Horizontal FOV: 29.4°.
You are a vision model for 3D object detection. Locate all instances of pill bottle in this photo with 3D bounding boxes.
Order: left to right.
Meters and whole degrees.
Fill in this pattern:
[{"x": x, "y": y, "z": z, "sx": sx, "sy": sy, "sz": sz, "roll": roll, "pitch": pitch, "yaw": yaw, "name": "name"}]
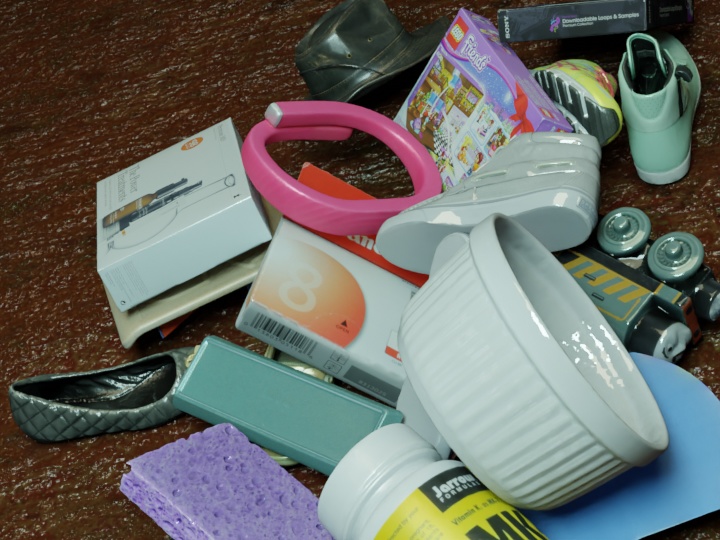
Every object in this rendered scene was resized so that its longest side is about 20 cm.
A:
[{"x": 0.068, "y": 0.203, "z": 0.933, "sx": 0.114, "sy": 0.115, "sz": 0.200, "roll": -38, "pitch": 57, "yaw": -19, "name": "pill bottle"}]

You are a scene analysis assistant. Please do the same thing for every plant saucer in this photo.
[{"x": -0.064, "y": 0.109, "z": 1.106, "sx": 0.198, "sy": 0.019, "sz": 0.070, "roll": 20, "pitch": 71, "yaw": 29, "name": "plant saucer"}]

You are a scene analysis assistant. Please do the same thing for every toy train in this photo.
[{"x": 0.203, "y": 0.008, "z": 1.135, "sx": 0.199, "sy": 0.085, "sz": 0.114, "roll": 32, "pitch": 74, "yaw": 38, "name": "toy train"}]

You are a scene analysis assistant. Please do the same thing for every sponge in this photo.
[{"x": -0.071, "y": 0.192, "z": 1.006, "sx": 0.199, "sy": 0.030, "sz": 0.111, "roll": 36, "pitch": 31, "yaw": 26, "name": "sponge"}]

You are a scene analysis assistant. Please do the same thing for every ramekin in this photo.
[{"x": 0.114, "y": 0.070, "z": 0.956, "sx": 0.105, "sy": 0.200, "sz": 0.201, "roll": -37, "pitch": 40, "yaw": 17, "name": "ramekin"}]

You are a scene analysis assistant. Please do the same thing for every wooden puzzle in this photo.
[{"x": -0.145, "y": -0.013, "z": 1.285, "sx": 0.199, "sy": 0.047, "sz": 0.186, "roll": -29, "pitch": 32, "yaw": -3, "name": "wooden puzzle"}]

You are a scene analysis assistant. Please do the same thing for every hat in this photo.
[{"x": -0.009, "y": -0.229, "z": 1.397, "sx": 0.199, "sy": 0.081, "sz": 0.201, "roll": -30, "pitch": 14, "yaw": 8, "name": "hat"}]

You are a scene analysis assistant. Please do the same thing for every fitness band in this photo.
[{"x": -0.013, "y": -0.093, "z": 1.227, "sx": 0.198, "sy": 0.038, "sz": 0.144, "roll": -7, "pitch": 49, "yaw": -42, "name": "fitness band"}]

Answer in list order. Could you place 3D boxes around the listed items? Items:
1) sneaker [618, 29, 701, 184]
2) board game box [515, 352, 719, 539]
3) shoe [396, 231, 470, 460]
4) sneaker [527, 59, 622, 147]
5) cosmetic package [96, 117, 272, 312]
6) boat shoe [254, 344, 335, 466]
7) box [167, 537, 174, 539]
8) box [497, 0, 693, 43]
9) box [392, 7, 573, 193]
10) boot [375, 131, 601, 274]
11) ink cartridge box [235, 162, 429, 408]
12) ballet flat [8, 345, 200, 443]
[{"x": 0.277, "y": -0.190, "z": 1.274, "sx": 0.073, "sy": 0.119, "sz": 0.202, "roll": -6, "pitch": 44, "yaw": 14, "name": "sneaker"}, {"x": 0.180, "y": 0.148, "z": 1.026, "sx": 0.198, "sy": 0.039, "sz": 0.159, "roll": -20, "pitch": 44, "yaw": -1, "name": "board game box"}, {"x": 0.092, "y": 0.076, "z": 1.089, "sx": 0.071, "sy": 0.090, "sz": 0.203, "roll": 7, "pitch": 84, "yaw": 59, "name": "shoe"}, {"x": 0.204, "y": -0.163, "z": 1.274, "sx": 0.089, "sy": 0.079, "sz": 0.200, "roll": -16, "pitch": 21, "yaw": -10, "name": "sneaker"}, {"x": -0.167, "y": -0.057, "z": 1.264, "sx": 0.149, "sy": 0.052, "sz": 0.200, "roll": -24, "pitch": 28, "yaw": 1, "name": "cosmetic package"}, {"x": -0.051, "y": 0.073, "z": 1.166, "sx": 0.072, "sy": 0.064, "sz": 0.202, "roll": 2, "pitch": 47, "yaw": 21, "name": "boat shoe"}, {"x": -0.133, "y": 0.278, "z": 1.003, "sx": 0.198, "sy": 0.044, "sz": 0.161, "roll": -28, "pitch": 44, "yaw": -9, "name": "box"}, {"x": 0.230, "y": -0.244, "z": 1.321, "sx": 0.141, "sy": 0.037, "sz": 0.200, "roll": -1, "pitch": 9, "yaw": 27, "name": "box"}, {"x": 0.108, "y": -0.135, "z": 1.278, "sx": 0.039, "sy": 0.138, "sz": 0.201, "roll": 15, "pitch": 31, "yaw": -32, "name": "box"}, {"x": 0.111, "y": -0.059, "z": 1.152, "sx": 0.198, "sy": 0.074, "sz": 0.096, "roll": -8, "pitch": 46, "yaw": 29, "name": "boot"}, {"x": 0.000, "y": 0.000, "z": 1.173, "sx": 0.161, "sy": 0.050, "sz": 0.201, "roll": 27, "pitch": 52, "yaw": -8, "name": "ink cartridge box"}, {"x": -0.210, "y": 0.104, "z": 1.195, "sx": 0.198, "sy": 0.057, "sz": 0.067, "roll": -16, "pitch": 44, "yaw": 4, "name": "ballet flat"}]
